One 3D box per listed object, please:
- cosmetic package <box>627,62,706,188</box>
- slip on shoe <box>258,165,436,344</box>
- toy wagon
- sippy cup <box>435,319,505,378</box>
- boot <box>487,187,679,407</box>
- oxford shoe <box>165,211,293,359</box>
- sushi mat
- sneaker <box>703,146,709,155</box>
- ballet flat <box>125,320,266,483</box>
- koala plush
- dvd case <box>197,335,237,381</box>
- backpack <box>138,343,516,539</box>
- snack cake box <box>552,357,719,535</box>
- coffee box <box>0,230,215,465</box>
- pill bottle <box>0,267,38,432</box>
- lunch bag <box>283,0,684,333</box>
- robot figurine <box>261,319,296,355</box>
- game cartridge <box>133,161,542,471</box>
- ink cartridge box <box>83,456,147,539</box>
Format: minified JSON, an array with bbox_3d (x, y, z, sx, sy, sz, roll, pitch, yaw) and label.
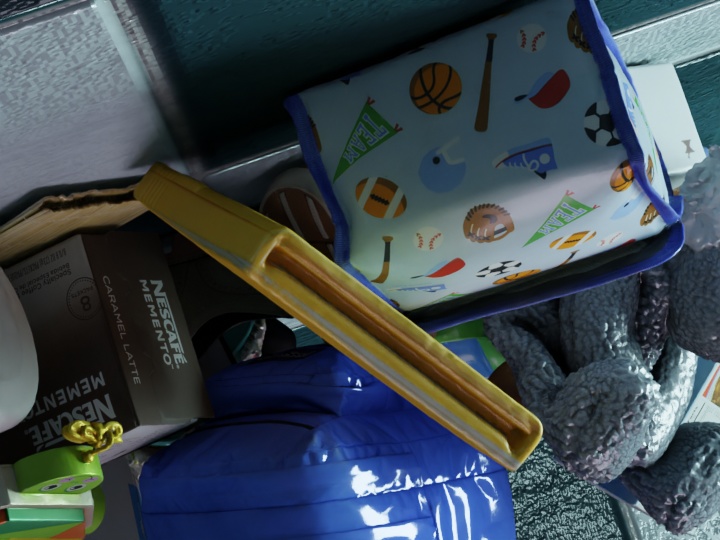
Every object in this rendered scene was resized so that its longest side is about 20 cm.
[{"bbox_3d":[0.101,-0.052,1.500,0.101,0.071,0.200,-10,167,-39],"label":"cosmetic package"},{"bbox_3d":[0.000,0.000,1.469,0.076,0.061,0.200,10,145,35],"label":"slip on shoe"},{"bbox_3d":[-0.203,0.130,1.303,0.200,0.040,0.155,-26,161,32],"label":"toy wagon"},{"bbox_3d":[0.050,0.021,1.681,0.130,0.140,0.178,-12,153,20],"label":"sippy cup"},{"bbox_3d":[0.153,0.011,1.579,0.200,0.074,0.155,-23,132,-45],"label":"boot"},{"bbox_3d":[-0.135,0.030,1.493,0.200,0.075,0.070,-21,170,12],"label":"oxford shoe"},{"bbox_3d":[-0.194,-0.006,1.358,0.096,0.012,0.200,-11,168,-47],"label":"sushi mat"},{"bbox_3d":[0.196,-0.037,1.725,0.075,0.088,0.200,-27,169,34],"label":"sneaker"},{"bbox_3d":[-0.105,0.082,1.568,0.075,0.064,0.200,2,-149,14],"label":"ballet flat"},{"bbox_3d":[0.187,0.013,1.435,0.200,0.184,0.177,-40,145,14],"label":"koala plush"},{"bbox_3d":[-0.183,0.067,1.541,0.200,0.018,0.143,-18,-152,-9],"label":"dvd case"},{"bbox_3d":[-0.032,0.129,1.411,0.162,0.168,0.200,-13,180,37],"label":"backpack"},{"bbox_3d":[0.213,0.058,1.567,0.200,0.067,0.115,-60,149,-1],"label":"snack cake box"},{"bbox_3d":[-0.194,0.067,1.386,0.200,0.115,0.080,-23,169,27],"label":"coffee box"},{"bbox_3d":[-0.277,0.062,1.282,0.200,0.111,0.111,-22,170,18],"label":"pill bottle"},{"bbox_3d":[0.075,-0.043,1.298,0.170,0.124,0.200,-18,164,9],"label":"lunch bag"},{"bbox_3d":[-0.088,0.107,1.721,0.125,0.200,0.150,-46,136,-15],"label":"robot figurine"},{"bbox_3d":[-0.015,0.017,1.231,0.032,0.176,0.200,-53,-156,-1],"label":"game cartridge"},{"bbox_3d":[-0.191,0.175,1.607,0.125,0.129,0.200,-13,164,-2],"label":"ink cartridge box"}]
